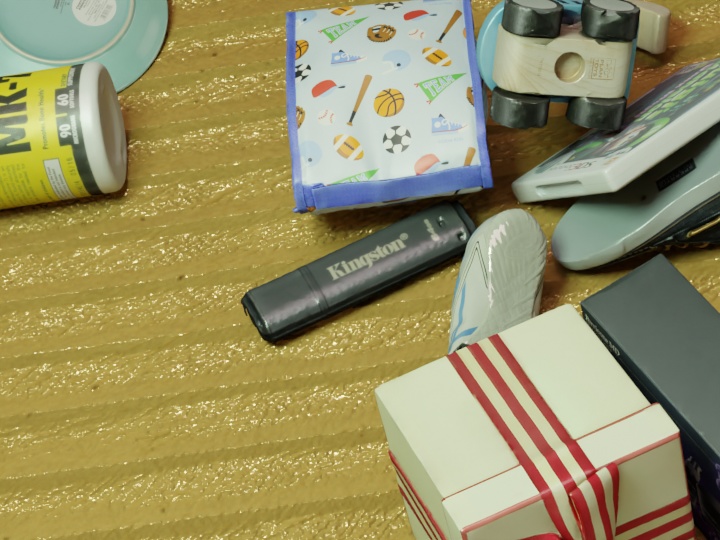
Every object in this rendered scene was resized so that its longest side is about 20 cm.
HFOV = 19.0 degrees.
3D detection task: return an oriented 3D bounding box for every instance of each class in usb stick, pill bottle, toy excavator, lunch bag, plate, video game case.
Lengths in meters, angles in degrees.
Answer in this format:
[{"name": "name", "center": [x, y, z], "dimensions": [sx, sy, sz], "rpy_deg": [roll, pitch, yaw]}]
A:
[{"name": "usb stick", "center": [0.000, 0.000, 1.746], "dimensions": [0.199, 0.033, 0.056], "rpy_deg": [-25, 47, -10]}, {"name": "pill bottle", "center": [-0.310, -0.110, 1.862], "dimensions": [0.199, 0.115, 0.115], "rpy_deg": [-9, 47, 6]}, {"name": "toy excavator", "center": [0.183, -0.192, 1.783], "dimensions": [0.193, 0.100, 0.200], "rpy_deg": [2, 22, -11]}, {"name": "lunch bag", "center": [0.023, -0.124, 1.793], "dimensions": [0.169, 0.124, 0.201], "rpy_deg": [-8, 40, 3]}, {"name": "plate", "center": [-0.276, -0.243, 1.983], "dimensions": [0.199, 0.026, 0.201], "rpy_deg": [3, 64, -5]}, {"name": "video game case", "center": [0.235, -0.118, 1.730], "dimensions": [0.200, 0.023, 0.182], "rpy_deg": [-33, 10, -17]}]

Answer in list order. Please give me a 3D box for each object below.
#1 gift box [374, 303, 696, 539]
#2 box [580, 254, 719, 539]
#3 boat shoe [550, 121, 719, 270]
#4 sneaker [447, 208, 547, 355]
[{"name": "gift box", "center": [0.116, 0.169, 1.477], "dimensions": [0.199, 0.185, 0.187], "rpy_deg": [-28, 40, -7]}, {"name": "box", "center": [0.246, 0.108, 1.521], "dimensions": [0.079, 0.142, 0.200], "rpy_deg": [-28, 48, -13]}, {"name": "boat shoe", "center": [0.254, -0.042, 1.708], "dimensions": [0.200, 0.091, 0.071], "rpy_deg": [-30, 42, 22]}, {"name": "sneaker", "center": [0.099, 0.048, 1.670], "dimensions": [0.072, 0.073, 0.201], "rpy_deg": [20, 64, -7]}]
